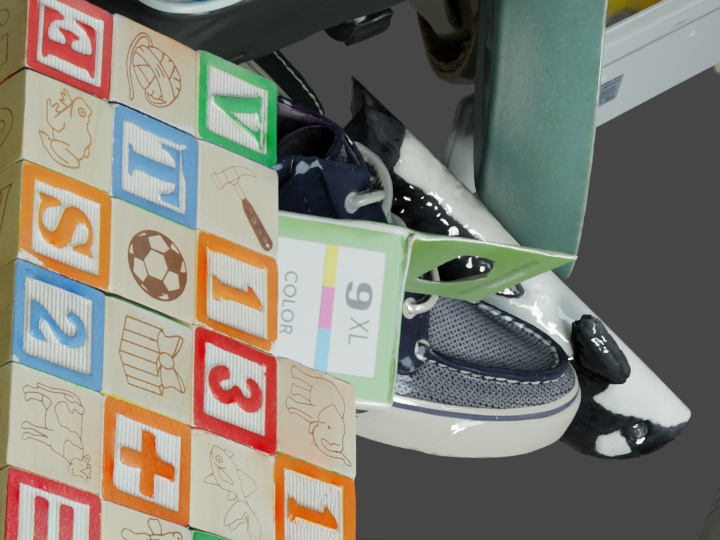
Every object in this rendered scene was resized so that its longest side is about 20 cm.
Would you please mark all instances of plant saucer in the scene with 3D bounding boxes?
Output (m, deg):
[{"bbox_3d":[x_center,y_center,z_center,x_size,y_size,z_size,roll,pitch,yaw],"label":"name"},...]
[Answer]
[{"bbox_3d":[0.062,-0.098,1.003,0.036,0.200,0.200,3,77,-1],"label":"plant saucer"}]

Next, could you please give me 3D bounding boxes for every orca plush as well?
[{"bbox_3d":[0.042,0.020,1.071,0.071,0.105,0.200,-45,134,2],"label":"orca plush"}]

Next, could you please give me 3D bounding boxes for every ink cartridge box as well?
[{"bbox_3d":[-0.045,0.016,0.878,0.200,0.104,0.059,8,78,-14],"label":"ink cartridge box"}]

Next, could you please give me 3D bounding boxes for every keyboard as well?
[{"bbox_3d":[0.100,-0.079,1.158,0.011,0.056,0.200,43,46,21],"label":"keyboard"}]

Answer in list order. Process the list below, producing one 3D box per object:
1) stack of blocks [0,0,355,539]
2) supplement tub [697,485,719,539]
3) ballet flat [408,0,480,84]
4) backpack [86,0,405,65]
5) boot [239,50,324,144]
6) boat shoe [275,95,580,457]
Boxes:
[{"bbox_3d":[-0.062,0.036,0.749,0.115,0.059,0.200,22,54,-37],"label":"stack of blocks"},{"bbox_3d":[0.209,0.108,1.159,0.132,0.132,0.200,42,58,-27],"label":"supplement tub"},{"bbox_3d":[0.027,-0.168,1.099,0.062,0.067,0.200,-23,96,-34],"label":"ballet flat"},{"bbox_3d":[-0.052,-0.176,0.897,0.178,0.151,0.200,-24,77,-29],"label":"backpack"},{"bbox_3d":[-0.065,-0.145,1.005,0.204,0.073,0.154,42,58,-20],"label":"boot"},{"bbox_3d":[0.000,0.000,0.977,0.200,0.075,0.093,12,119,-24],"label":"boat shoe"}]
